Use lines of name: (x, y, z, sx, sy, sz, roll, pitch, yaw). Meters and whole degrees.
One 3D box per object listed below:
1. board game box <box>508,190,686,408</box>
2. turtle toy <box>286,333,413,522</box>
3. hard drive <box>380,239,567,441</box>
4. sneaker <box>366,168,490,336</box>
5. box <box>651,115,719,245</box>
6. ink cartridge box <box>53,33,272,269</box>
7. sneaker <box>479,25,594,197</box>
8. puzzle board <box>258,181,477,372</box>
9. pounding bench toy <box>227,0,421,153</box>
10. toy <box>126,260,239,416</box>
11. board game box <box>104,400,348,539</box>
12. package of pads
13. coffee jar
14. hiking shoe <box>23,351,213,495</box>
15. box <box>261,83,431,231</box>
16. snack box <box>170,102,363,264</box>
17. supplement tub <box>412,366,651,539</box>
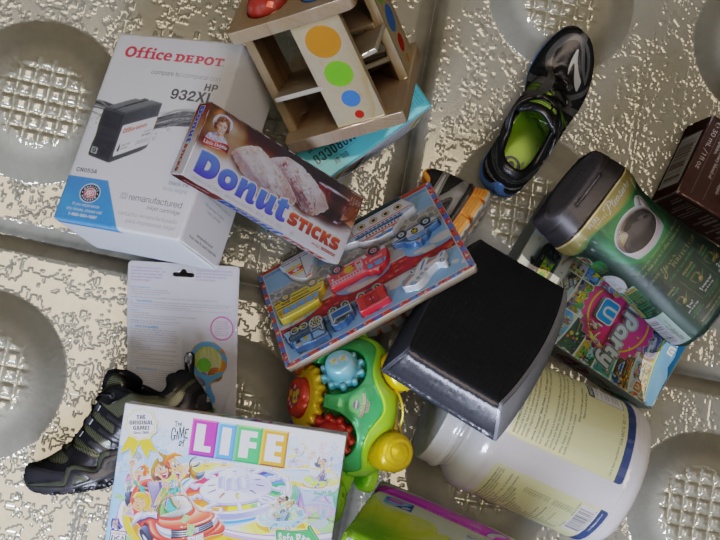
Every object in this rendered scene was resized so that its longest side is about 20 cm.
board game box: (0.247, 0.029, 1.280, 0.200, 0.064, 0.148, 33, 79, -5)
turtle toy: (-0.022, 0.150, 1.166, 0.101, 0.146, 0.201, 12, 81, -25)
hard drive: (0.116, 0.055, 1.151, 0.135, 0.042, 0.200, 31, 44, 7)
sneaker: (0.049, -0.018, 1.250, 0.077, 0.078, 0.200, 36, 75, 10)
box: (0.426, -0.069, 1.320, 0.199, 0.075, 0.100, 29, 79, -7)
ink cartridge box: (-0.184, -0.117, 1.172, 0.145, 0.084, 0.201, 10, 74, 24)
sneaker: (0.194, -0.167, 1.284, 0.071, 0.083, 0.200, 31, 78, -5)
puzzle board: (0.000, 0.000, 1.182, 0.199, 0.151, 0.017, -28, 129, 4)
pounding bench toy: (-0.028, -0.245, 1.186, 0.124, 0.200, 0.156, -13, 127, 21)
toy: (-0.169, 0.093, 1.197, 0.115, 0.047, 0.201, 3, 92, 13)
board game box: (-0.119, 0.197, 1.091, 0.199, 0.034, 0.135, 8, 87, 2)
package of pads: (0.062, 0.269, 1.118, 0.154, 0.200, 0.068, 24, 98, 9)
coffee jar: (0.273, -0.023, 1.216, 0.200, 0.085, 0.104, 40, 80, -3)
hiking shoe: (-0.231, 0.147, 1.162, 0.199, 0.076, 0.101, -20, 80, 7)
box: (-0.026, -0.121, 1.239, 0.200, 0.082, 0.049, -36, 89, -13)
snack box: (-0.082, -0.078, 1.138, 0.200, 0.024, 0.072, 30, 77, -39)
supplement tub: (0.166, 0.166, 1.206, 0.199, 0.145, 0.145, 25, 79, -6)
